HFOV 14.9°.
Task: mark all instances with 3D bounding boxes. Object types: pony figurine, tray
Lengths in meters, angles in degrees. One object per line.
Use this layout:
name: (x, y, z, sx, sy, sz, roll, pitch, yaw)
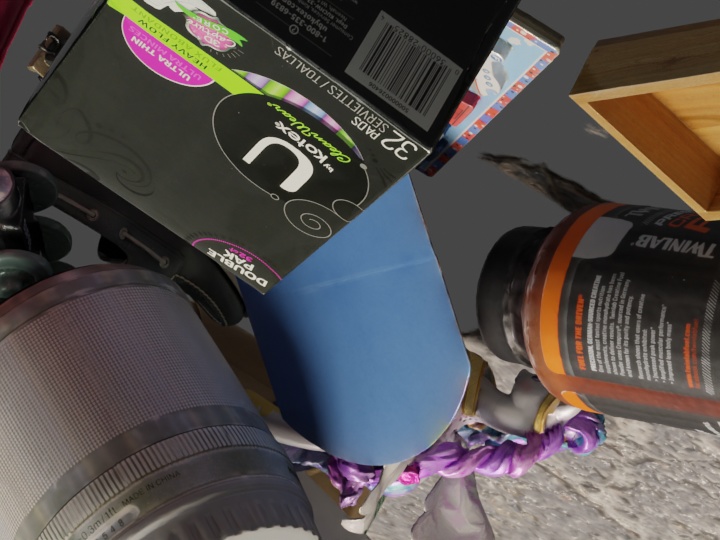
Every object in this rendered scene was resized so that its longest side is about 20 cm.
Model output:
pony figurine: (0.029, 0.097, 1.550, 0.199, 0.193, 0.167, 18, 147, 30)
tray: (0.192, -0.070, 1.179, 0.099, 0.037, 0.200, 40, 155, -27)

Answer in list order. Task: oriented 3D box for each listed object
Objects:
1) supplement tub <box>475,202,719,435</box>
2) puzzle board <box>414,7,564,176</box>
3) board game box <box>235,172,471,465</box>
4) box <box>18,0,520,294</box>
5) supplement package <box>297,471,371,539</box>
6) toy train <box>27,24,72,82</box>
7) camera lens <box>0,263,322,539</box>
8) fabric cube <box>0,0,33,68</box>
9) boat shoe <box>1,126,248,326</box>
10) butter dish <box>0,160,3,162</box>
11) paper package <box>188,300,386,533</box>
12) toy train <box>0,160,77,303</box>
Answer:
supplement tub: (0.153, 0.023, 1.339, 0.200, 0.107, 0.107, 9, 152, 40)
puzzle board: (0.001, -0.112, 1.339, 0.150, 0.017, 0.200, 30, 158, -7)
board game box: (0.000, 0.000, 1.434, 0.158, 0.039, 0.201, -15, 94, 49)
box: (-0.039, -0.103, 1.221, 0.148, 0.125, 0.200, 36, 152, -9)
supplement package: (-0.092, 0.155, 1.649, 0.200, 0.111, 0.156, 43, -173, 23)
toy train: (-0.121, -0.073, 1.557, 0.046, 0.034, 0.200, 23, 163, 49)
camera lens: (-0.128, 0.109, 1.487, 0.200, 0.160, 0.160, 56, 174, 30)
fabric cube: (-0.293, -0.154, 1.318, 0.199, 0.201, 0.196, -4, 143, 38)
boat shoe: (-0.138, -0.023, 1.628, 0.200, 0.062, 0.073, 48, 169, -36)
butter dish: (-0.328, -0.100, 1.611, 0.200, 0.148, 0.199, 1, -170, 45)
paper package: (-0.085, 0.127, 1.873, 0.190, 0.104, 0.200, 30, 158, -7)
toy train: (-0.222, 0.007, 1.563, 0.113, 0.085, 0.200, -2, 149, 3)
